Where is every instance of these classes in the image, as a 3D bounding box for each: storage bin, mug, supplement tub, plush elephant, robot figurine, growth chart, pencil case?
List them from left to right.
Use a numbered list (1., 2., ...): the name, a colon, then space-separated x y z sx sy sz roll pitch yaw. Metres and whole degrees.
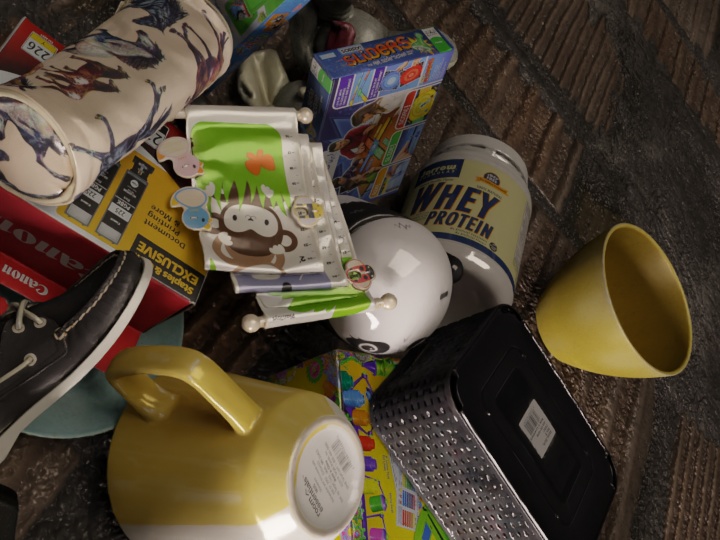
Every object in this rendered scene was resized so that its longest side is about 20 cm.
1. pencil case: -0.170 -0.126 0.530 0.089 0.078 0.200 37 45 -5
2. mug: -0.092 0.143 0.573 0.186 0.153 0.150 22 69 -49
3. growth chart: -0.068 -0.046 0.599 0.144 0.018 0.200 -13 73 -30
4. plush elephant: -0.033 -0.196 0.824 0.164 0.200 0.155 28 77 -30
5. robot figurine: -0.001 0.002 0.718 0.150 0.200 0.125 -47 119 -9
6. supplement tub: 0.113 -0.043 0.888 0.145 0.145 0.200 40 48 -23
7. storage bin: 0.118 0.147 0.669 0.200 0.094 0.135 57 43 -9

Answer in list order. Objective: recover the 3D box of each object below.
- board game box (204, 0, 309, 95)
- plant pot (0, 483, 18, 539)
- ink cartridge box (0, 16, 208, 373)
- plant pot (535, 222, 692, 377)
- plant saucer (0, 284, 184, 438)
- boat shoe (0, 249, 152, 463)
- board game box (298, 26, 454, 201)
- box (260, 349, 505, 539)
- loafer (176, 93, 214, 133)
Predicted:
1. board game box: -0.134 -0.270 0.717 0.037 0.200 0.152 -24 88 -45
2. plant pot: -0.281 0.175 0.375 0.177 0.200 0.200 16 61 -38
3. ink cartridge box: -0.207 -0.046 0.574 0.200 0.084 0.176 35 50 -27
4. plant pot: 0.319 0.055 1.039 0.200 0.142 0.201 19 60 -37
5. plant saucer: -0.233 0.031 0.603 0.201 0.039 0.202 21 58 -37
6. boat shoe: -0.217 0.056 0.503 0.200 0.074 0.060 -47 116 -4
7. board game box: 0.001 -0.134 0.764 0.135 0.200 0.034 -21 63 -29
8. box: 0.021 0.192 0.710 0.192 0.122 0.201 14 62 -39
9. loafer: -0.108 -0.097 0.719 0.072 0.073 0.200 -24 65 -22
